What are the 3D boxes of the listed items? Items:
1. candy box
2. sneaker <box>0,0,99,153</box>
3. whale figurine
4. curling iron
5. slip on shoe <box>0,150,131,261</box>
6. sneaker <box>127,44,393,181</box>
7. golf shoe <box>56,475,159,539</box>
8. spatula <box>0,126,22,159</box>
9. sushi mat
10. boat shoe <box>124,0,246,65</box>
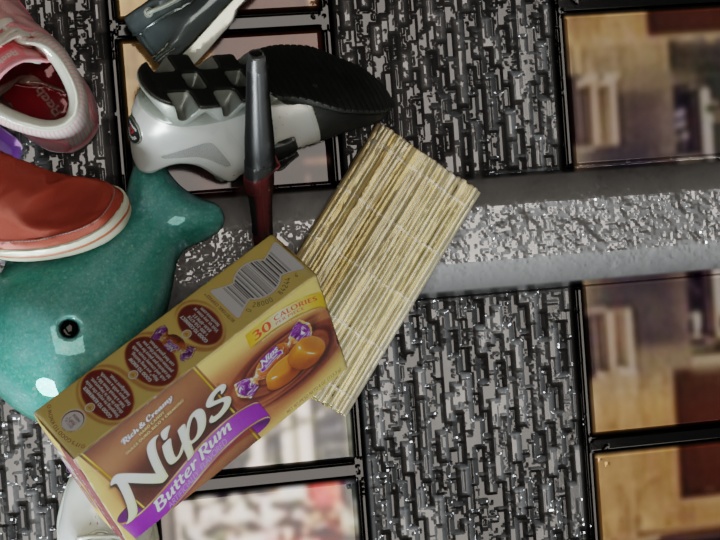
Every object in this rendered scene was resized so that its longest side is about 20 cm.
[{"bbox_3d":[-0.109,0.080,1.050,0.200,0.117,0.056,-39,55,-17],"label":"candy box"},{"bbox_3d":[-0.258,-0.161,1.058,0.200,0.105,0.075,44,87,-6],"label":"sneaker"},{"bbox_3d":[-0.177,0.014,1.073,0.159,0.104,0.200,39,80,-3],"label":"whale figurine"},{"bbox_3d":[-0.061,-0.063,1.072,0.026,0.050,0.200,-36,137,-38],"label":"curling iron"},{"bbox_3d":[-0.253,-0.054,1.042,0.199,0.061,0.074,10,46,3],"label":"slip on shoe"},{"bbox_3d":[-0.074,-0.107,1.110,0.200,0.074,0.089,-4,136,-28],"label":"sneaker"},{"bbox_3d":[-0.177,0.230,1.087,0.075,0.092,0.201,-2,90,-8],"label":"golf shoe"},{"bbox_3d":[-0.315,-0.023,1.093,0.056,0.021,0.200,37,87,-2],"label":"spatula"},{"bbox_3d":[0.000,0.000,1.148,0.096,0.012,0.200,32,86,-9],"label":"sushi mat"},{"bbox_3d":[-0.087,-0.228,1.100,0.062,0.073,0.200,40,90,-12],"label":"boat shoe"}]
